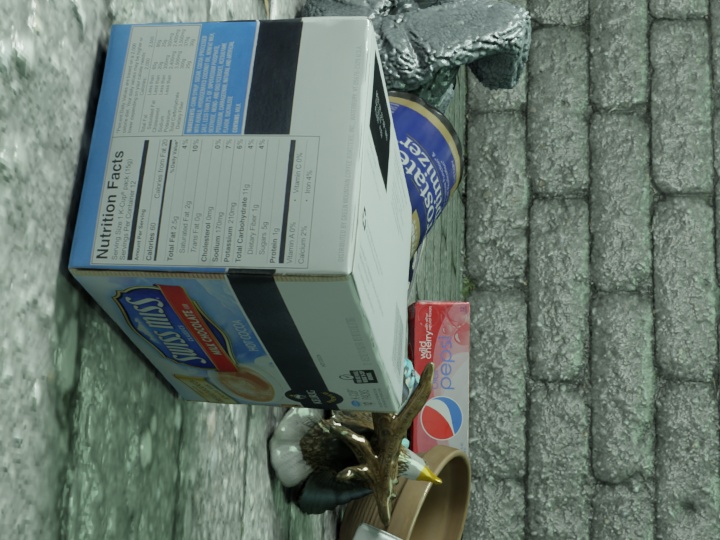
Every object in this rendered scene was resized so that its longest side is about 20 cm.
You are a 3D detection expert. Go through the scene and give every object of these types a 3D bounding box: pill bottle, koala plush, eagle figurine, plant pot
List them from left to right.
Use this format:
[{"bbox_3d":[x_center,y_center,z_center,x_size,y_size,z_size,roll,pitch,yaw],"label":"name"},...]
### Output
[{"bbox_3d":[-0.002,-0.046,0.915,0.200,0.111,0.113,-55,148,-46],"label":"pill bottle"},{"bbox_3d":[0.001,0.145,1.009,0.152,0.151,0.200,59,-8,-10],"label":"eagle figurine"},{"bbox_3d":[0.029,-0.169,1.076,0.178,0.183,0.201,52,-23,26],"label":"koala plush"},{"bbox_3d":[0.039,0.274,1.264,0.201,0.092,0.203,-46,144,-47],"label":"plant pot"}]

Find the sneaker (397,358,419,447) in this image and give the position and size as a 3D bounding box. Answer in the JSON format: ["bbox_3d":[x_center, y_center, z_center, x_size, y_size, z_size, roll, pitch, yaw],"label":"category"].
[{"bbox_3d":[0.017,0.091,1.166,0.078,0.085,0.203,-109,-159,-72],"label":"sneaker"}]

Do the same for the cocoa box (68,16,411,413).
[{"bbox_3d":[-0.049,-0.019,0.616,0.200,0.129,0.135,71,21,-65],"label":"cocoa box"}]

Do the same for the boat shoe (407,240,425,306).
[{"bbox_3d":[0.041,-0.037,1.408,0.093,0.074,0.202,91,5,-59],"label":"boat shoe"}]

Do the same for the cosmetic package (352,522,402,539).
[{"bbox_3d":[-0.004,0.311,0.945,0.102,0.073,0.202,65,48,-72],"label":"cosmetic package"}]

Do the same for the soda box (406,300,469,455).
[{"bbox_3d":[0.090,0.138,1.388,0.063,0.069,0.203,120,-29,-81],"label":"soda box"}]
